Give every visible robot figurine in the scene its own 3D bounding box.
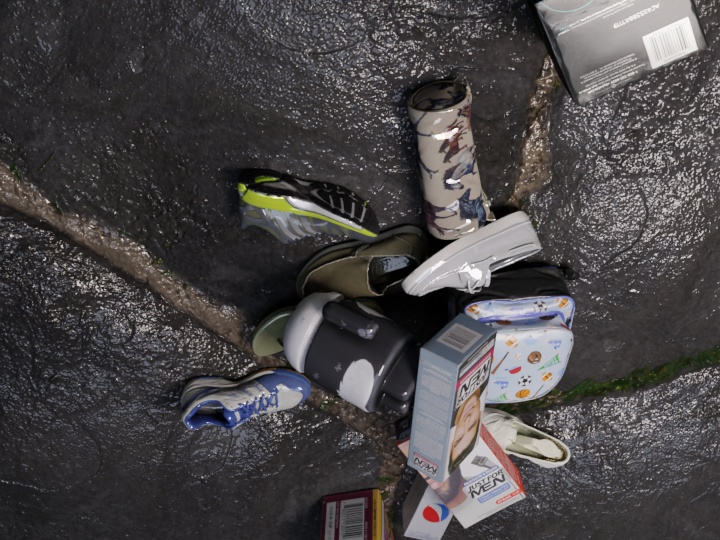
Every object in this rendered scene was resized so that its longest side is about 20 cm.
[{"bbox_3d":[-0.006,0.107,1.244,0.199,0.125,0.151,27,114,17],"label":"robot figurine"}]

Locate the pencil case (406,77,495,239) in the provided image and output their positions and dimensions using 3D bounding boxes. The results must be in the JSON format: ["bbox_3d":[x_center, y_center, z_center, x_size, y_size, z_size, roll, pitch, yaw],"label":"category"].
[{"bbox_3d":[0.115,-0.142,1.197,0.089,0.078,0.201,-17,122,-6],"label":"pencil case"}]

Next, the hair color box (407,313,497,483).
[{"bbox_3d":[0.118,0.168,1.223,0.060,0.099,0.201,25,129,28],"label":"hair color box"}]

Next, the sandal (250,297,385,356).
[{"bbox_3d":[-0.062,0.088,1.343,0.200,0.058,0.080,-12,139,5],"label":"sandal"}]

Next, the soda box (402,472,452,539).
[{"bbox_3d":[0.128,0.346,1.512,0.063,0.068,0.201,15,121,-10],"label":"soda box"}]

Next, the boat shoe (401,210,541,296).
[{"bbox_3d":[0.151,-0.007,1.247,0.199,0.069,0.072,-26,166,-19],"label":"boat shoe"}]

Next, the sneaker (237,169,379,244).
[{"bbox_3d":[-0.072,-0.073,1.251,0.199,0.074,0.081,17,128,-2],"label":"sneaker"}]

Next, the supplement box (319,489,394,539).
[{"bbox_3d":[0.003,0.485,1.564,0.103,0.131,0.201,-11,121,8],"label":"supplement box"}]

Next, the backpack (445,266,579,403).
[{"bbox_3d":[0.209,0.101,1.317,0.199,0.154,0.191,-1,133,-3],"label":"backpack"}]

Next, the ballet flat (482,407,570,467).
[{"bbox_3d":[0.242,0.259,1.455,0.199,0.070,0.070,22,120,-17],"label":"ballet flat"}]

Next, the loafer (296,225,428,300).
[{"bbox_3d":[0.000,0.000,1.290,0.199,0.070,0.075,-25,120,14],"label":"loafer"}]

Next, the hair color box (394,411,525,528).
[{"bbox_3d":[0.149,0.282,1.396,0.111,0.064,0.200,-31,115,13],"label":"hair color box"}]

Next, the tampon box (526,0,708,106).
[{"bbox_3d":[0.265,-0.300,1.025,0.149,0.200,0.127,-23,120,15],"label":"tampon box"}]

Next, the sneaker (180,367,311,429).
[{"bbox_3d":[-0.172,0.204,1.408,0.199,0.088,0.076,-9,120,3],"label":"sneaker"}]
